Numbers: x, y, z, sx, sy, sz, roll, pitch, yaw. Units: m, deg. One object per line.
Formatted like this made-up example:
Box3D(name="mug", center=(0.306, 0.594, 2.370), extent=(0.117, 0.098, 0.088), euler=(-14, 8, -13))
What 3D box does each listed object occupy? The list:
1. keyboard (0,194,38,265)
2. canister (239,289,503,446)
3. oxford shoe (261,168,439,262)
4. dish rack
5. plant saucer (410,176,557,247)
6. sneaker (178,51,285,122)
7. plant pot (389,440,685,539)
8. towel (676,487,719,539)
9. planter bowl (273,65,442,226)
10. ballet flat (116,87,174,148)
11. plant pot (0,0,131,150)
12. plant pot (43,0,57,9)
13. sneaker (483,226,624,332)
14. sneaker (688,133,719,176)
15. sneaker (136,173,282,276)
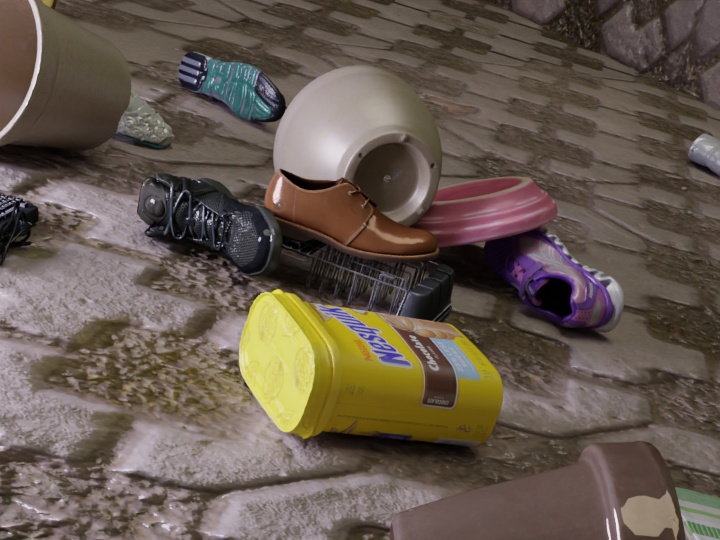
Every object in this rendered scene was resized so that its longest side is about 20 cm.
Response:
Box3D(name="keyboard", center=(-0.363, -0.052, 1.467), extent=(0.103, 0.040, 0.200), euler=(20, 19, 6))
Box3D(name="canister", center=(0.010, 0.090, 1.354), extent=(0.198, 0.087, 0.149), euler=(9, 21, -31))
Box3D(name="oxford shoe", center=(-0.006, -0.057, 1.620), extent=(0.198, 0.072, 0.071), euler=(16, 16, -7))
Box3D(name="dish rack", center=(0.000, 0.000, 1.656), extent=(0.198, 0.055, 0.153), euler=(21, 17, 13))
Box3D(name="plant saucer", center=(0.139, -0.075, 1.868), extent=(0.198, 0.052, 0.201), euler=(-10, 10, 2))
Box3D(name="sneaker", center=(-0.169, -0.270, 2.233), extent=(0.199, 0.075, 0.087), euler=(29, 16, 31))
Box3D(name="plant pot", center=(0.107, 0.213, 0.981), extent=(0.172, 0.203, 0.201), euler=(-2, 20, -2))
Box3D(name="towel", center=(0.343, 0.252, 1.316), extent=(0.151, 0.024, 0.200), euler=(15, 17, -12))
Box3D(name="planter bowl", center=(0.013, -0.122, 1.763), extent=(0.198, 0.203, 0.135), euler=(10, 17, -24))
Box3D(name="ballet flat", center=(-0.325, -0.213, 1.926), extent=(0.198, 0.073, 0.072), euler=(18, 18, -4))
Box3D(name="plant pot", center=(-0.368, -0.219, 1.740), extent=(0.199, 0.202, 0.183), euler=(30, 11, 33))
Box3D(name="plant pot", center=(-0.500, -0.370, 2.024), extent=(0.198, 0.196, 0.196), euler=(21, 17, -13))
Box3D(name="sneaker", center=(0.213, 0.009, 1.805), extent=(0.088, 0.081, 0.199), euler=(-11, 35, -43))
Box3D(name="sneaker", center=(0.716, -0.231, 2.983), extent=(0.115, 0.074, 0.199), euler=(35, 25, 32))
Box3D(name="sneaker", center=(-0.163, -0.048, 1.599), extent=(0.113, 0.077, 0.199), euler=(2, 21, -36))
